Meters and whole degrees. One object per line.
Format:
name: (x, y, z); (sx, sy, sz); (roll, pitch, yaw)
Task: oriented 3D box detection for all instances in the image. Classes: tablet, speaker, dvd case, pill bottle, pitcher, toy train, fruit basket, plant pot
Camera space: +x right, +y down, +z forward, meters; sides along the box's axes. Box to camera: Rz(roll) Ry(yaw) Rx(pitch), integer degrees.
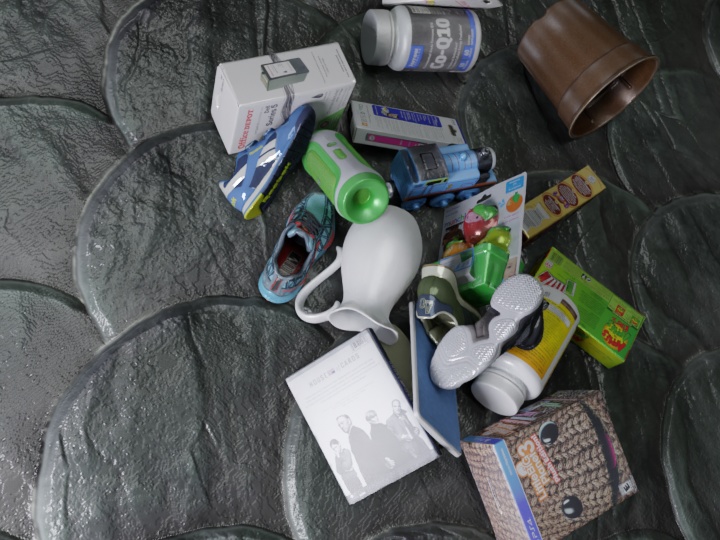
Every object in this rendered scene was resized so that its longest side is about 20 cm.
tablet: (0.105, 0.153, 0.988); (0.130, 0.014, 0.200); (48, 30, -37)
speaker: (-0.028, -0.149, 1.063); (0.088, 0.089, 0.200); (-9, 34, -20)
dvd case: (0.001, 0.203, 0.961); (0.150, 0.025, 0.200); (-33, 77, 15)
pill bottle: (0.108, -0.421, 1.252); (0.200, 0.114, 0.114); (-5, 69, -18)
pill bottle: (0.253, 0.124, 1.070); (0.109, 0.109, 0.200); (38, 62, 1)
pitcher: (0.000, 0.000, 1.051); (0.171, 0.121, 0.200); (9, 62, 16)
toy train: (0.139, -0.161, 1.152); (0.200, 0.114, 0.087); (-12, 72, -20)
fruit basket: (0.179, -0.043, 1.079); (0.094, 0.185, 0.200); (20, 64, -32)
plant pot: (0.417, -0.392, 1.299); (0.200, 0.200, 0.198); (-26, 70, -24)

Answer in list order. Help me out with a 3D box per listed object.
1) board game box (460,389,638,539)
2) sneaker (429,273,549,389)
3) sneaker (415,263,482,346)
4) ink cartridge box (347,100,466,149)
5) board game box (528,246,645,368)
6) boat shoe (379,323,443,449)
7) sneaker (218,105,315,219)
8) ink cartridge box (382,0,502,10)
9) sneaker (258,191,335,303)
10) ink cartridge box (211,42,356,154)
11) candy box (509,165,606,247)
board game box: (0.273, 0.284, 0.999); (0.200, 0.097, 0.160); (-20, 87, -23)
sneaker: (0.192, 0.101, 0.971); (0.200, 0.114, 0.075); (-46, 53, 5)
sneaker: (0.129, 0.080, 1.022); (0.067, 0.200, 0.090); (-1, 56, 29)
ink cartridge box: (0.080, -0.245, 1.195); (0.200, 0.037, 0.095); (5, 40, -12)
board game box: (0.373, 0.063, 1.166); (0.200, 0.048, 0.102); (37, 63, 1)
boat shoe: (0.073, 0.174, 1.025); (0.074, 0.063, 0.202); (-32, 65, 15)
sneaker: (-0.145, -0.179, 1.064); (0.082, 0.074, 0.200); (37, 93, 13)
ink cartridge box: (0.151, -0.514, 1.248); (0.200, 0.116, 0.068); (5, 102, 22)
sneaker: (-0.083, -0.045, 1.047); (0.079, 0.096, 0.200); (25, 63, -6)
ink cartridge box: (-0.127, -0.275, 1.103); (0.200, 0.146, 0.084); (-18, 76, -22)
candy box: (0.311, -0.094, 1.175); (0.200, 0.117, 0.056); (-32, 81, -25)
